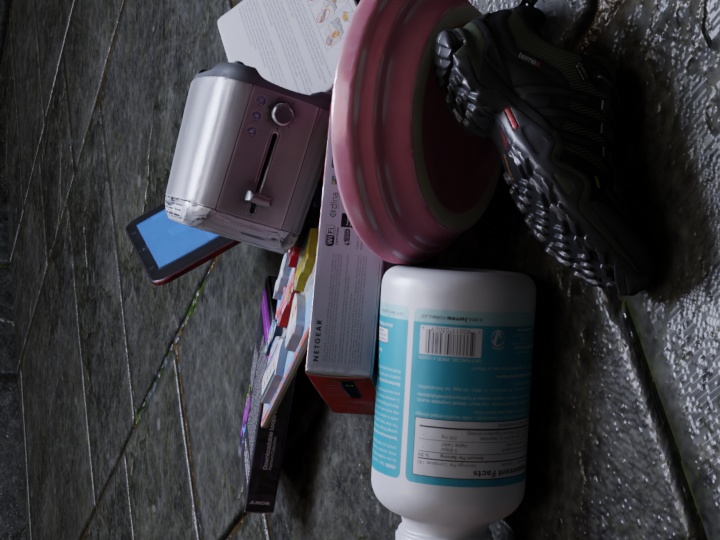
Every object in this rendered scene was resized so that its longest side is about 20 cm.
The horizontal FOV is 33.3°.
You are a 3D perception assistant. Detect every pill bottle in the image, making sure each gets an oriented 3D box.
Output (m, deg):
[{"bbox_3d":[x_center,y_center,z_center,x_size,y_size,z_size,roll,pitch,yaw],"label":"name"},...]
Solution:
[{"bbox_3d":[0.063,0.100,0.840,0.110,0.109,0.204,-171,84,-65],"label":"pill bottle"}]

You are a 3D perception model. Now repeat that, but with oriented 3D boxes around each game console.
[{"bbox_3d":[-0.167,-0.096,1.241,0.200,0.117,0.175,-136,50,-62],"label":"game console"}]

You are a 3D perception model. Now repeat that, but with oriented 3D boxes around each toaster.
[{"bbox_3d":[-0.097,-0.091,0.986,0.200,0.112,0.131,18,91,70],"label":"toaster"}]

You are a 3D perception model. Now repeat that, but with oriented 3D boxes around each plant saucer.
[{"bbox_3d":[0.051,-0.105,0.830,0.050,0.200,0.205,5,93,30],"label":"plant saucer"}]

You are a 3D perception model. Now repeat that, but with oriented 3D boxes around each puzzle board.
[{"bbox_3d":[-0.056,0.024,1.008,0.201,0.017,0.153,117,163,-58],"label":"puzzle board"}]

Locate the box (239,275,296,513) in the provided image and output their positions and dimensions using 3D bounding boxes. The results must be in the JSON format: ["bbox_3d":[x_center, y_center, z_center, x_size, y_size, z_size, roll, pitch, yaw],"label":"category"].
[{"bbox_3d":[-0.094,0.126,1.243,0.143,0.035,0.203,-109,29,-68],"label":"box"}]

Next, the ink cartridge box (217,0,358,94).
[{"bbox_3d":[-0.042,-0.220,1.136,0.175,0.045,0.202,-34,46,15],"label":"ink cartridge box"}]

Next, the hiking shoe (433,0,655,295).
[{"bbox_3d":[0.132,-0.083,0.735,0.202,0.100,0.076,57,170,9],"label":"hiking shoe"}]

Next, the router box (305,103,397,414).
[{"bbox_3d":[0.000,0.000,0.936,0.180,0.048,0.204,74,-160,-73],"label":"router box"}]

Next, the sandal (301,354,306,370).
[{"bbox_3d":[-0.026,0.084,1.102,0.200,0.056,0.081,177,96,-67],"label":"sandal"}]

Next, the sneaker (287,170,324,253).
[{"bbox_3d":[-0.047,-0.066,1.145,0.098,0.070,0.203,-51,44,49],"label":"sneaker"}]
